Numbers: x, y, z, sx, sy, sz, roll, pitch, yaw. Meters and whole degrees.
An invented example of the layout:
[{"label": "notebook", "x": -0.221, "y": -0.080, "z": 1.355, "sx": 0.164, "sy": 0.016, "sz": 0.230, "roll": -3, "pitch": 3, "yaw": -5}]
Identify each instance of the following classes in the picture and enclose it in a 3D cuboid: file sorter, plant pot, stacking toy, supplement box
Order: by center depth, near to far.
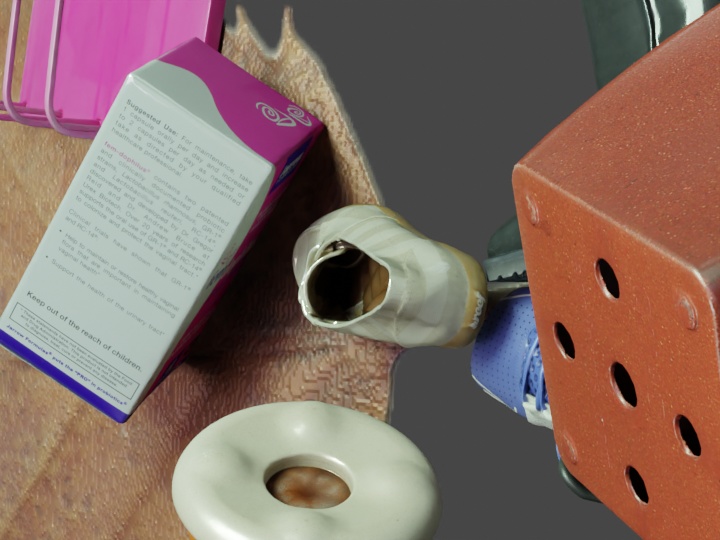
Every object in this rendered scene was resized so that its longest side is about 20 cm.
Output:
[{"label": "plant pot", "x": 0.167, "y": 0.011, "z": 0.598, "sx": 0.200, "sy": 0.176, "sz": 0.200, "roll": -137, "pitch": 31, "yaw": -60}, {"label": "stacking toy", "x": -0.035, "y": 0.187, "z": 0.939, "sx": 0.146, "sy": 0.146, "sz": 0.200, "roll": 36, "pitch": 132, "yaw": 40}, {"label": "supplement box", "x": -0.122, "y": -0.025, "z": 1.001, "sx": 0.103, "sy": 0.101, "sz": 0.200, "roll": 33, "pitch": 117, "yaw": 3}, {"label": "file sorter", "x": -0.203, "y": -0.162, "z": 1.096, "sx": 0.200, "sy": 0.125, "sz": 0.139, "roll": 16, "pitch": 99, "yaw": 44}]

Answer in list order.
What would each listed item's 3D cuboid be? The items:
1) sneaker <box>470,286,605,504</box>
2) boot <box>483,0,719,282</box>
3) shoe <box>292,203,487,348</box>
[{"label": "sneaker", "x": 0.118, "y": 0.054, "z": 0.774, "sx": 0.199, "sy": 0.115, "sz": 0.081, "roll": 23, "pitch": 103, "yaw": 43}, {"label": "boot", "x": 0.119, "y": -0.104, "z": 0.815, "sx": 0.165, "sy": 0.066, "sz": 0.200, "roll": -16, "pitch": 80, "yaw": 35}, {"label": "shoe", "x": 0.000, "y": 0.000, "z": 0.901, "sx": 0.200, "sy": 0.053, "sz": 0.070, "roll": -164, "pitch": 79, "yaw": -65}]
